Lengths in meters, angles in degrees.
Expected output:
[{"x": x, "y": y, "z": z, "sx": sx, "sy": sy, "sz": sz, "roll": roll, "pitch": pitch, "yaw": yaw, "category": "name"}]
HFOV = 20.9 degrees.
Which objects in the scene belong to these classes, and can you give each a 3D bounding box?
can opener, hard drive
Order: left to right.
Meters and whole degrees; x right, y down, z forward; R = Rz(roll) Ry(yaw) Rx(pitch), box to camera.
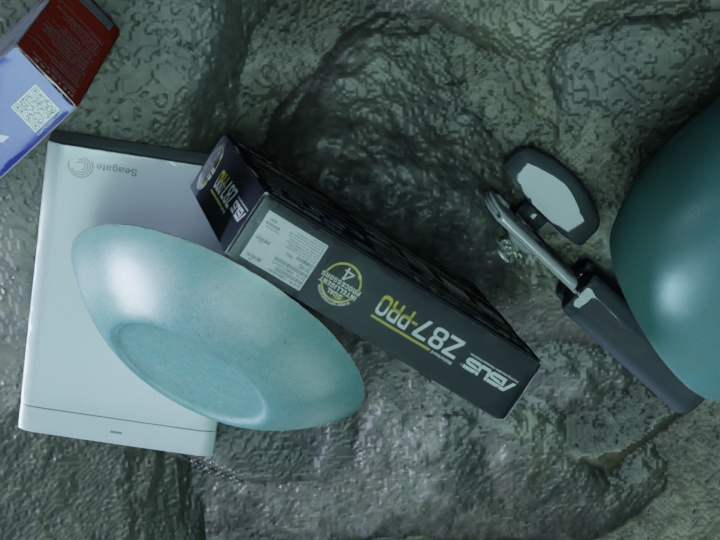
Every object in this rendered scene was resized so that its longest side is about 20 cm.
[{"x": -0.146, "y": 0.018, "z": 1.265, "sx": 0.131, "sy": 0.027, "sz": 0.201, "roll": 8, "pitch": 110, "yaw": -3, "category": "hard drive"}, {"x": 0.154, "y": 0.010, "z": 1.245, "sx": 0.066, "sy": 0.053, "sz": 0.200, "roll": -41, "pitch": 105, "yaw": 13, "category": "can opener"}]

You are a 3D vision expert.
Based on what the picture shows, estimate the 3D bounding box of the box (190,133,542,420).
[{"x": 0.000, "y": 0.000, "z": 1.171, "sx": 0.199, "sy": 0.161, "sz": 0.049, "roll": 31, "pitch": 100, "yaw": -20, "category": "box"}]

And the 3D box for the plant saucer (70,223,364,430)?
[{"x": -0.094, "y": 0.048, "z": 1.170, "sx": 0.200, "sy": 0.201, "sz": 0.039, "roll": 33, "pitch": 65, "yaw": -11, "category": "plant saucer"}]

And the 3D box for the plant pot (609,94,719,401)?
[{"x": 0.247, "y": -0.014, "z": 1.167, "sx": 0.161, "sy": 0.201, "sz": 0.201, "roll": -32, "pitch": 107, "yaw": 26, "category": "plant pot"}]

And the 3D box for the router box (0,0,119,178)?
[{"x": -0.239, "y": -0.072, "z": 1.151, "sx": 0.200, "sy": 0.180, "sz": 0.049, "roll": -40, "pitch": 105, "yaw": 15, "category": "router box"}]
